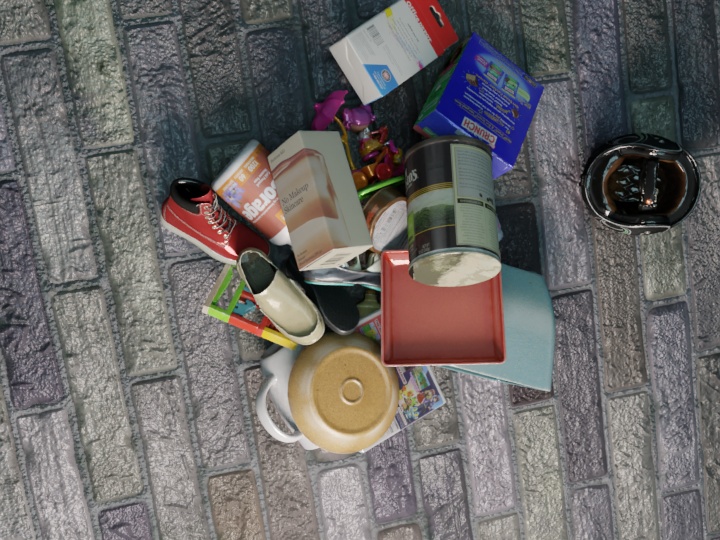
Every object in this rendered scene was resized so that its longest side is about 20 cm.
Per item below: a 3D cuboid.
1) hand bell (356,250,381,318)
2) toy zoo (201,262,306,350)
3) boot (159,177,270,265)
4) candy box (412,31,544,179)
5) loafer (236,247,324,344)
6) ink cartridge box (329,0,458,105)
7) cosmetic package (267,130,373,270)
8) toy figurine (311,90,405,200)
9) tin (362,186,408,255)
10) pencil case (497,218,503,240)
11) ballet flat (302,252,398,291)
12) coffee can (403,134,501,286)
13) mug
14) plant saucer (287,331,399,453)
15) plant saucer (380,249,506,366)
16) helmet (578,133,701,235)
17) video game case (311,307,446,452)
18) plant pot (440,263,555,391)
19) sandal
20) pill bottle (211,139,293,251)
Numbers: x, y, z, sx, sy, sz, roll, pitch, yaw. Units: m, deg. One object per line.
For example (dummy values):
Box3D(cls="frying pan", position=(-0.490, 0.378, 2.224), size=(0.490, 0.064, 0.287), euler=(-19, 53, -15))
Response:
Box3D(cls="hand bell", position=(0.019, 0.031, 1.456), size=(0.104, 0.104, 0.201), euler=(4, 86, -11))
Box3D(cls="toy zoo", position=(-0.154, 0.058, 1.386), size=(0.199, 0.132, 0.021), euler=(23, 136, -2))
Box3D(cls="boot", position=(-0.230, -0.080, 1.345), size=(0.199, 0.144, 0.073), euler=(26, 63, -14))
Box3D(cls="candy box", position=(0.207, -0.280, 1.392), size=(0.169, 0.077, 0.201), euler=(34, 59, -13))
Box3D(cls="loafer", position=(-0.139, 0.041, 1.320), size=(0.076, 0.068, 0.200), euler=(-45, 77, -1))
Box3D(cls="ink cartridge box", position=(0.060, -0.385, 1.378), size=(0.200, 0.067, 0.116), euler=(-39, 104, -25))
Box3D(cls="cosmetic package", position=(-0.066, -0.111, 1.293), size=(0.087, 0.103, 0.201), euler=(-6, 73, -41))
Box3D(cls="toy figurine", position=(-0.002, -0.221, 1.391), size=(0.199, 0.150, 0.185), euler=(-22, 92, -30))
Box3D(cls="tin", position=(0.059, -0.075, 1.391), size=(0.042, 0.200, 0.112), euler=(39, 100, 27))
Box3D(cls="pencil case", position=(0.187, -0.130, 1.453), size=(0.090, 0.083, 0.201), euler=(-12, 104, 31))
Box3D(cls="ballet flat", position=(0.000, 0.000, 1.380), size=(0.199, 0.073, 0.073), euler=(9, 97, -17))
Box3D(cls="coffee can", position=(0.145, -0.092, 1.291), size=(0.146, 0.146, 0.201), euler=(3, 68, -11))
Box3D(cls="mug", position=(-0.102, 0.210, 1.399), size=(0.176, 0.147, 0.200), euler=(56, 44, -9))
Box3D(cls="plant saucer", position=(-0.019, 0.197, 1.324), size=(0.199, 0.035, 0.201), euler=(4, 80, -23))
Box3D(cls="plant saucer", position=(0.133, 0.062, 1.330), size=(0.198, 0.037, 0.201), euler=(-2, 68, 6))
Box3D(cls="helmet", position=(0.500, -0.154, 1.453), size=(0.199, 0.190, 0.201), euler=(4, 98, 28))
Box3D(cls="video game case", position=(0.032, 0.178, 1.381), size=(0.182, 0.023, 0.201), euler=(-26, 92, -24))
Box3D(cls="plant pot", position=(0.232, 0.090, 1.447), size=(0.195, 0.196, 0.201), euler=(15, 83, -12))
Box3D(cls="sandal", position=(-0.065, 0.046, 1.396), size=(0.075, 0.201, 0.048), euler=(-5, 133, -35))
Box3D(cls="pill bottle", position=(-0.145, -0.117, 1.376), size=(0.200, 0.112, 0.112), euler=(42, 89, -13))
